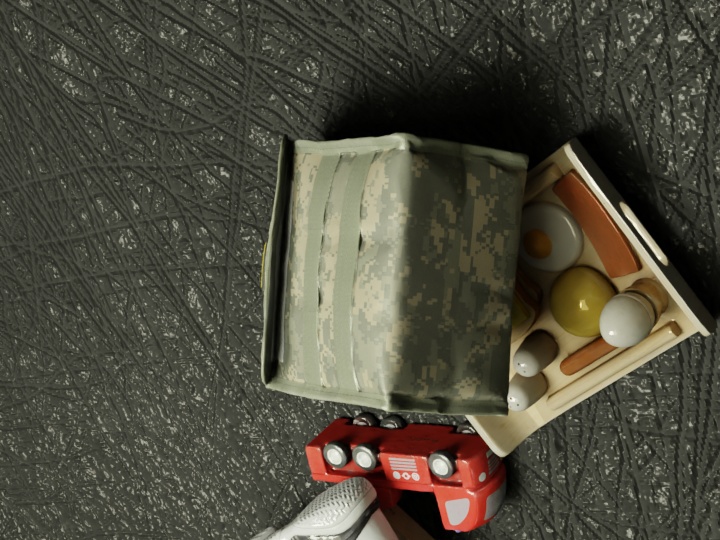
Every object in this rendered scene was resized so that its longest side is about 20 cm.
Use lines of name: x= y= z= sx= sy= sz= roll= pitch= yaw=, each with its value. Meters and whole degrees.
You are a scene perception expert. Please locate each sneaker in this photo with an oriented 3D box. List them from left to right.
sneaker: x=-0.033 y=0.237 z=1.213 sx=0.200 sy=0.075 sz=0.115 roll=-38 pitch=90 yaw=39

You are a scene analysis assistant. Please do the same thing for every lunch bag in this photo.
lunch bag: x=0.000 y=0.000 z=1.050 sx=0.200 sy=0.117 sz=0.165 roll=3 pitch=88 yaw=55

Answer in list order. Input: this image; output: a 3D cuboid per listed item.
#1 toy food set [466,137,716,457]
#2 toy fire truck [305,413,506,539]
toy food set: x=0.113 y=0.023 z=1.065 sx=0.144 sy=0.060 sz=0.200 roll=52 pitch=132 yaw=0
toy fire truck: x=0.022 y=0.178 z=1.225 sx=0.199 sy=0.049 sz=0.142 roll=1 pitch=116 yaw=34
